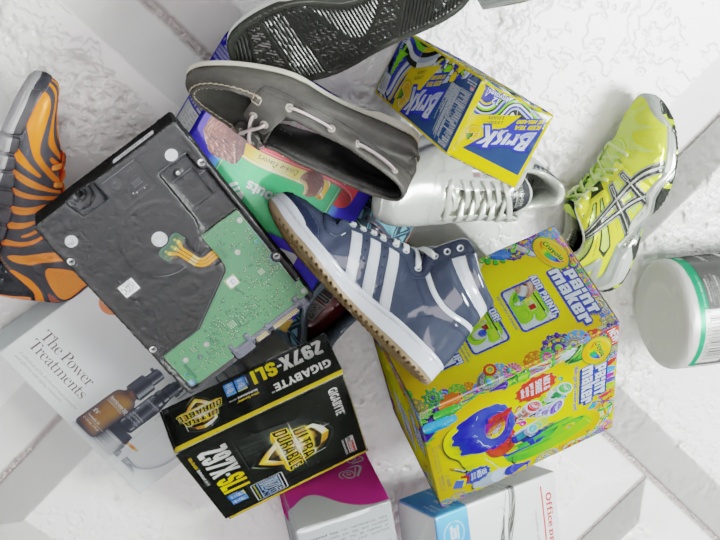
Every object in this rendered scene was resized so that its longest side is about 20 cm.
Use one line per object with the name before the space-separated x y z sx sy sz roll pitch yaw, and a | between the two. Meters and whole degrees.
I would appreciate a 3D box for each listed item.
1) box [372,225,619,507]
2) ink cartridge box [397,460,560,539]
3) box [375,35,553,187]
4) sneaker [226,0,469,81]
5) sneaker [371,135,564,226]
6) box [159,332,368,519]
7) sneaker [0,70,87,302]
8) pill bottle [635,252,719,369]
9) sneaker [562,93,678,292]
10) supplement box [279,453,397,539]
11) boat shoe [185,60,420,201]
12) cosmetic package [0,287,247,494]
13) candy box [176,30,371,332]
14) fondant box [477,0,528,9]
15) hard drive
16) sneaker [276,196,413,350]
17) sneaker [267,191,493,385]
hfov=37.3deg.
box | 0.126 0.094 0.999 0.192 0.122 0.200 -24 145 -5
ink cartridge box | 0.142 0.270 1.105 0.199 0.067 0.117 -13 100 -32
box | 0.079 -0.138 0.880 0.070 0.200 0.065 22 105 -23
sneaker | -0.018 -0.228 0.858 0.199 0.121 0.084 -20 129 -1
sneaker | 0.095 -0.073 0.941 0.199 0.080 0.077 -16 130 -39
box | -0.082 0.150 0.987 0.159 0.050 0.200 -23 151 -6
sneaker | -0.249 -0.062 0.882 0.111 0.078 0.201 16 119 -12
pill bottle | 0.397 0.035 1.099 0.199 0.113 0.114 -5 114 -15
sneaker | 0.242 -0.074 1.028 0.076 0.075 0.201 9 108 -20
supplement box | -0.015 0.303 1.101 0.103 0.101 0.201 -16 117 -10
boat shoe | -0.043 -0.108 0.837 0.199 0.067 0.057 16 65 -19
cosmetic package | -0.207 0.089 0.980 0.151 0.052 0.200 -38 118 -1
candy box | -0.090 -0.074 0.927 0.169 0.077 0.201 27 104 -25
fondant box | 0.107 -0.335 0.849 0.144 0.058 0.200 -51 123 -27
hard drive | -0.147 -0.010 0.873 0.139 0.038 0.200 -37 118 2
sneaker | 0.000 0.000 0.975 0.079 0.096 0.200 29 102 -26
sneaker | 0.022 -0.013 0.886 0.108 0.070 0.200 -44 89 -7
